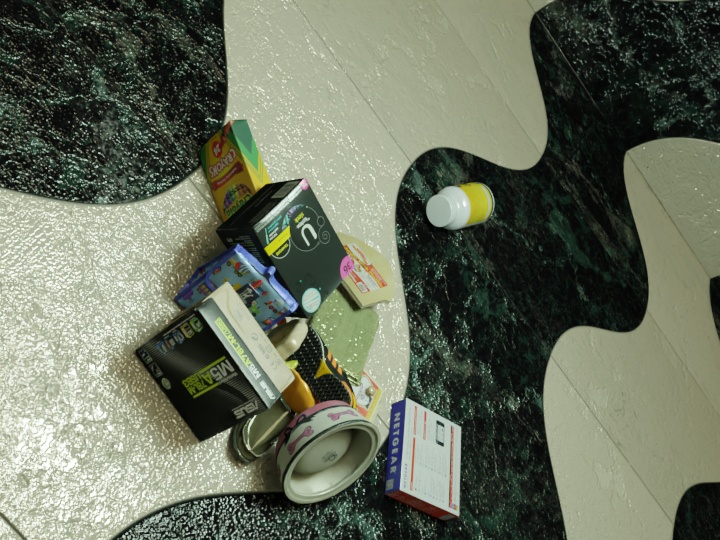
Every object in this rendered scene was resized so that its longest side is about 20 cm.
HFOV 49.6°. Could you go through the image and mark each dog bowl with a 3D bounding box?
[{"bbox_3d":[-0.065,0.317,1.389,0.197,0.203,0.074,9,29,-43],"label":"dog bowl"}]

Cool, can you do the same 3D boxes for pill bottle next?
[{"bbox_3d":[0.260,-0.168,2.051,0.198,0.111,0.114,-15,79,-49],"label":"pill bottle"}]

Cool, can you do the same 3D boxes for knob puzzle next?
[{"bbox_3d":[0.000,0.000,1.725,0.217,0.031,0.222,30,32,-21],"label":"knob puzzle"},{"bbox_3d":[-0.035,0.241,1.577,0.217,0.030,0.224,24,53,-36],"label":"knob puzzle"}]

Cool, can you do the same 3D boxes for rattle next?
[{"bbox_3d":[-0.120,0.154,1.447,0.142,0.131,0.200,35,7,-9],"label":"rattle"}]

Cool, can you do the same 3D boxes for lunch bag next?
[{"bbox_3d":[-0.208,0.039,1.377,0.151,0.198,0.095,47,42,-15],"label":"lunch bag"}]

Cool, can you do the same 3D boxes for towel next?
[{"bbox_3d":[-0.041,0.133,1.602,0.146,0.037,0.202,31,45,-11],"label":"towel"}]

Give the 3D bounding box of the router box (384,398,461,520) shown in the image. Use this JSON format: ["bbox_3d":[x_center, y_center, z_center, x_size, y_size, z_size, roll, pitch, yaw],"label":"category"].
[{"bbox_3d":[0.137,0.399,1.654,0.178,0.048,0.204,32,48,-30],"label":"router box"}]

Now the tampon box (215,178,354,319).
[{"bbox_3d":[-0.133,-0.038,1.418,0.150,0.125,0.202,-47,119,-31],"label":"tampon box"}]

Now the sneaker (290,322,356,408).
[{"bbox_3d":[-0.072,0.194,1.496,0.202,0.069,0.090,57,4,23],"label":"sneaker"}]

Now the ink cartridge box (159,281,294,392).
[{"bbox_3d":[-0.229,0.143,1.324,0.202,0.164,0.075,55,44,-6],"label":"ink cartridge box"}]

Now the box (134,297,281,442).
[{"bbox_3d":[-0.250,0.166,1.263,0.195,0.198,0.047,57,39,-6],"label":"box"}]

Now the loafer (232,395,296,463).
[{"bbox_3d":[-0.159,0.259,1.405,0.076,0.069,0.201,49,41,-13],"label":"loafer"}]

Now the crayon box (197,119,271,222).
[{"bbox_3d":[-0.236,-0.173,1.522,0.050,0.126,0.204,-14,78,-48],"label":"crayon box"}]
